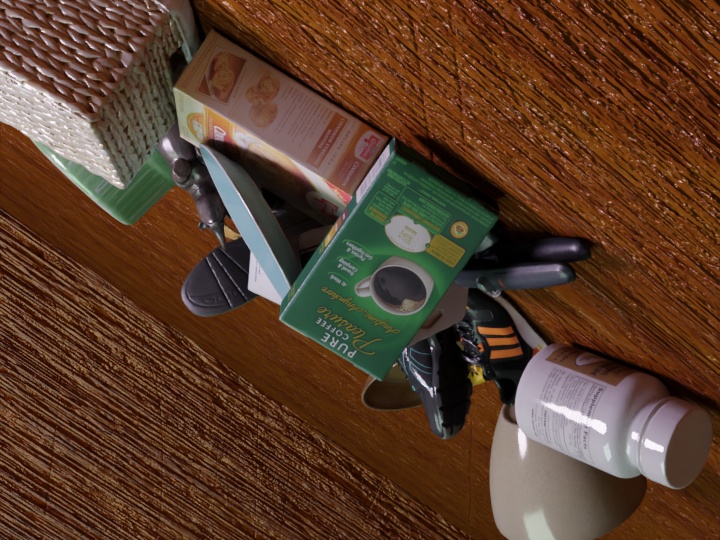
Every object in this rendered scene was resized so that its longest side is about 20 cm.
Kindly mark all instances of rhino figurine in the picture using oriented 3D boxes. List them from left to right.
[{"bbox_3d":[-0.182,-0.118,1.605,0.087,0.059,0.202,133,114,-83],"label":"rhino figurine"}]

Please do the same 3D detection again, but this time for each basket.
[{"bbox_3d":[-0.271,-0.209,1.419,0.198,0.162,0.198,28,167,9],"label":"basket"}]

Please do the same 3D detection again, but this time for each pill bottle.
[{"bbox_3d":[0.274,0.160,1.593,0.199,0.115,0.114,20,163,44],"label":"pill bottle"}]

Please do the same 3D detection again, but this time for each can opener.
[{"bbox_3d":[0.144,-0.007,1.393,0.078,0.064,0.199,39,167,-27],"label":"can opener"}]

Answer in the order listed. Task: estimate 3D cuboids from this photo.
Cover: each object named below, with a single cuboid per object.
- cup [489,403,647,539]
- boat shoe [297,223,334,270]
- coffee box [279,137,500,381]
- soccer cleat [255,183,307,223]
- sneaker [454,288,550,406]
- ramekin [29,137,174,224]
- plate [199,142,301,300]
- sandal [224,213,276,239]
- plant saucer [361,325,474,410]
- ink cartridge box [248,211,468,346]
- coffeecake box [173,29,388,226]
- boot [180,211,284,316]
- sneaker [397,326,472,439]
[{"bbox_3d":[0.241,0.223,1.821,0.199,0.199,0.145,14,130,54],"label":"cup"},{"bbox_3d":[0.027,-0.021,1.426,0.198,0.069,0.072,-14,164,25],"label":"boat shoe"},{"bbox_3d":[0.024,-0.009,1.364,0.122,0.201,0.044,29,-161,-14],"label":"coffee box"},{"bbox_3d":[-0.113,-0.106,1.590,0.199,0.087,0.070,20,163,46],"label":"soccer cleat"},{"bbox_3d":[0.143,0.081,1.671,0.070,0.091,0.200,17,161,50],"label":"sneaker"},{"bbox_3d":[-0.312,-0.148,1.778,0.200,0.098,0.200,43,179,1],"label":"ramekin"},{"bbox_3d":[-0.101,-0.044,1.466,0.202,0.025,0.200,59,172,13],"label":"plate"},{"bbox_3d":[-0.149,-0.064,1.788,0.080,0.054,0.200,29,180,10],"label":"sandal"},{"bbox_3d":[0.090,0.115,1.825,0.200,0.198,0.036,61,-172,-66],"label":"plant saucer"},{"bbox_3d":[0.000,0.000,1.568,0.198,0.084,0.146,24,-151,33],"label":"ink cartridge box"},{"bbox_3d":[-0.079,-0.131,1.444,0.198,0.074,0.154,31,167,3],"label":"coffeecake box"},{"bbox_3d":[-0.117,-0.006,1.753,0.074,0.203,0.154,53,174,6],"label":"boot"},{"bbox_3d":[0.075,0.095,1.702,0.078,0.203,0.075,-11,178,36],"label":"sneaker"}]
